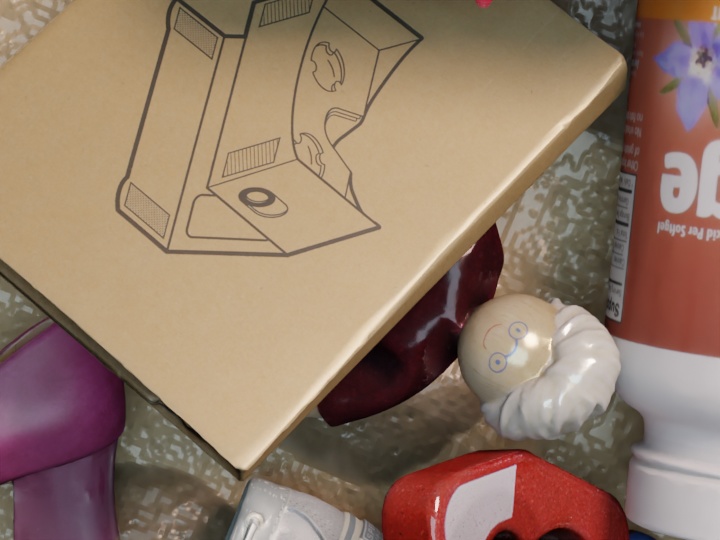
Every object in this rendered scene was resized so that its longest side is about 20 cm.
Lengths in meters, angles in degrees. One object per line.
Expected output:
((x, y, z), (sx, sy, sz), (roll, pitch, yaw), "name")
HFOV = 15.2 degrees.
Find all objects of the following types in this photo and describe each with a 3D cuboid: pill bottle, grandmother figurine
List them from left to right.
((0.000, 0.000, 0.944), (0.200, 0.061, 0.121), (29, 103, 18), "grandmother figurine")
((0.144, -0.007, 0.943), (0.112, 0.112, 0.200), (5, 95, -1), "pill bottle")

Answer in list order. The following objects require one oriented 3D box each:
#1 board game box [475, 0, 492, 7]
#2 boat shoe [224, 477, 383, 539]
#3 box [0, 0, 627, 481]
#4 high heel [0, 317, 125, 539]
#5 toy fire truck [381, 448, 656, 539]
((0.049, -0.125, 0.923), (0.200, 0.158, 0.039), (8, 119, -2), "board game box")
((-0.066, 0.168, 0.983), (0.071, 0.070, 0.201), (30, 88, -2), "boat shoe")
((-0.032, -0.049, 0.926), (0.163, 0.021, 0.200), (39, 71, 16), "box")
((-0.184, 0.063, 0.971), (0.200, 0.067, 0.096), (-6, 105, -14), "high heel")
((0.059, 0.160, 0.945), (0.112, 0.168, 0.200), (-3, 95, 36), "toy fire truck")
